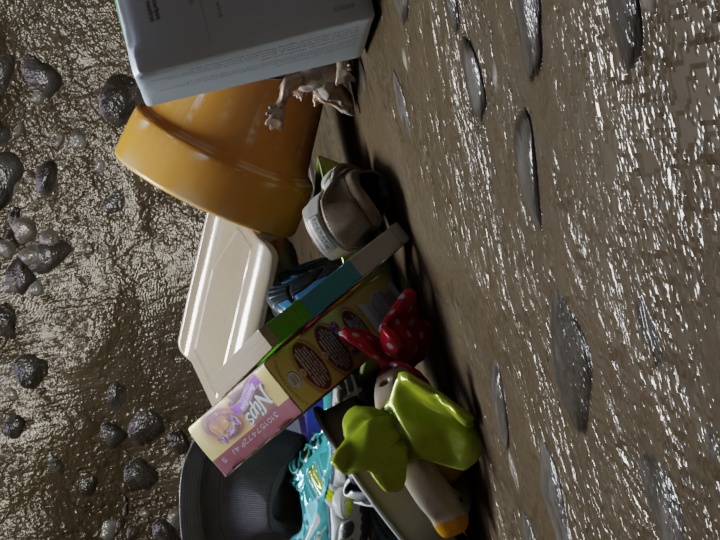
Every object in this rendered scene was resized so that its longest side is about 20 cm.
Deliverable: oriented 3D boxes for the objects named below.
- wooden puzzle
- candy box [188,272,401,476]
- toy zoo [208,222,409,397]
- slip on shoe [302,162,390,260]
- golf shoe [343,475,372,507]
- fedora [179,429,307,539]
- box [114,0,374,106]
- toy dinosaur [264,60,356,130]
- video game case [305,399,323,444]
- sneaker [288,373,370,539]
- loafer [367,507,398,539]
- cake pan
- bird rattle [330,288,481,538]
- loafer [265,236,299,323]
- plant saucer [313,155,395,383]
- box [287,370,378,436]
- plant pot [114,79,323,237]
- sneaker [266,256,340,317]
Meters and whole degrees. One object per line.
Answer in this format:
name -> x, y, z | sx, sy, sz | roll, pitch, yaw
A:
wooden puzzle -> -0.131, 0.034, 1.877 | 0.200, 0.037, 0.186 | -137, 58, -64
candy box -> -0.046, 0.086, 1.569 | 0.057, 0.117, 0.200 | 50, -143, 1
toy zoo -> -0.034, 0.026, 1.566 | 0.020, 0.200, 0.131 | 50, 147, 2
slip on shoe -> 0.000, -0.061, 1.629 | 0.076, 0.060, 0.200 | 59, -166, -3
golf shoe -> 0.025, 0.196, 1.788 | 0.200, 0.091, 0.073 | 88, 167, -72
fedora -> -0.104, 0.223, 1.887 | 0.200, 0.090, 0.178 | -23, -66, -70
box -> -0.108, -0.259, 1.492 | 0.171, 0.199, 0.200 | 130, 126, -86
toy dinosaur -> -0.050, -0.216, 1.663 | 0.136, 0.085, 0.201 | -98, 4, -59
video game case -> -0.035, 0.144, 1.947 | 0.181, 0.045, 0.201 | -92, -2, -67
sneaker -> -0.035, 0.196, 1.826 | 0.077, 0.079, 0.201 | -18, -64, -65
loafer -> 0.025, 0.236, 1.933 | 0.201, 0.071, 0.063 | -97, 28, -53
cake pan -> 0.033, 0.187, 1.572 | 0.201, 0.037, 0.200 | 53, -178, -2
bird rattle -> 0.037, 0.124, 1.467 | 0.164, 0.112, 0.200 | 62, -175, -23
loafer -> -0.096, 0.057, 1.904 | 0.076, 0.067, 0.201 | -93, 3, -61
plant saucer -> 0.000, 0.000, 1.813 | 0.200, 0.048, 0.201 | 102, 155, -79
box -> -0.040, 0.178, 2.131 | 0.079, 0.141, 0.201 | -5, 101, 44
plant pot -> -0.119, -0.159, 1.846 | 0.184, 0.199, 0.200 | -64, 13, 9
sneaker -> -0.040, 0.038, 1.746 | 0.200, 0.073, 0.082 | -62, -46, -83
